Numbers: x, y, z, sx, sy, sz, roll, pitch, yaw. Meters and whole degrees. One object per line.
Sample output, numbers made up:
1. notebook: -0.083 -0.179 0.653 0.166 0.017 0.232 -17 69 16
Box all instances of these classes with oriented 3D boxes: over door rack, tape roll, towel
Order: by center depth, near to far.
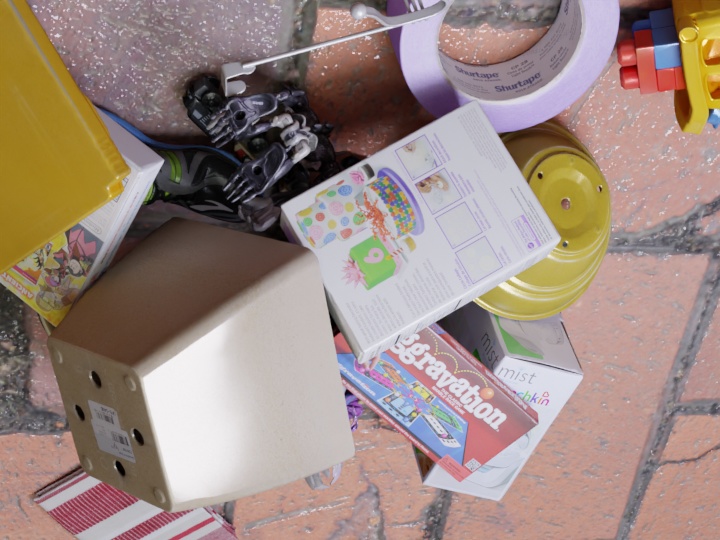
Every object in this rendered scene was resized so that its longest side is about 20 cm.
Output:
1. over door rack: -0.044 -0.245 1.185 0.198 0.149 0.067 -20 161 2
2. tape roll: 0.125 -0.223 1.302 0.198 0.066 0.202 -7 130 -8
3. towel: -0.248 0.275 1.642 0.143 0.023 0.200 -29 127 13

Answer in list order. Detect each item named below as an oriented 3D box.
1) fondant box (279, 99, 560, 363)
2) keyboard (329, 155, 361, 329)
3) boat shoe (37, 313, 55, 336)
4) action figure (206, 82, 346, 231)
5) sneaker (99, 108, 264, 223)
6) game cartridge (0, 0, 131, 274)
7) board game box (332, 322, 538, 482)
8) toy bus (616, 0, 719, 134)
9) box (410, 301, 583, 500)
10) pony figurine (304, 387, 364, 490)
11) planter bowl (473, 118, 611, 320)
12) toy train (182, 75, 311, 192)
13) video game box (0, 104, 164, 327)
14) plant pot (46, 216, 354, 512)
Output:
1. fondant box: 0.050 -0.034 1.262 0.199 0.145 0.058 -29 171 -12
2. keyboard: 0.000 0.000 1.391 0.103 0.202 0.040 21 161 -14
3. boat shoe: -0.260 0.095 1.462 0.064 0.073 0.201 -7 127 46
4. action figure: -0.078 -0.105 1.284 0.101 0.200 0.120 -24 86 15
5. sneaker: -0.183 -0.080 1.321 0.198 0.083 0.071 19 131 -18
6. game cartridge: -0.299 -0.116 1.216 0.175 0.032 0.201 -28 97 29
7. board game box: 0.059 0.105 1.340 0.200 0.020 0.103 41 115 -20
8. toy bus: 0.335 -0.187 1.349 0.190 0.137 0.201 -11 134 13
9. box: 0.120 0.091 1.465 0.096 0.201 0.177 14 125 -22
10. pony figurine: -0.036 0.101 1.422 0.199 0.194 0.167 -26 172 -19
11. planter bowl: 0.170 -0.057 1.358 0.198 0.083 0.203 2 84 -25
12. toy train: -0.095 -0.104 1.365 0.046 0.034 0.200 -32 128 19
13. video game box: -0.287 -0.078 1.264 0.199 0.047 0.183 38 117 7
14. plant pot: -0.148 0.091 1.254 0.176 0.199 0.202 -29 119 -38
